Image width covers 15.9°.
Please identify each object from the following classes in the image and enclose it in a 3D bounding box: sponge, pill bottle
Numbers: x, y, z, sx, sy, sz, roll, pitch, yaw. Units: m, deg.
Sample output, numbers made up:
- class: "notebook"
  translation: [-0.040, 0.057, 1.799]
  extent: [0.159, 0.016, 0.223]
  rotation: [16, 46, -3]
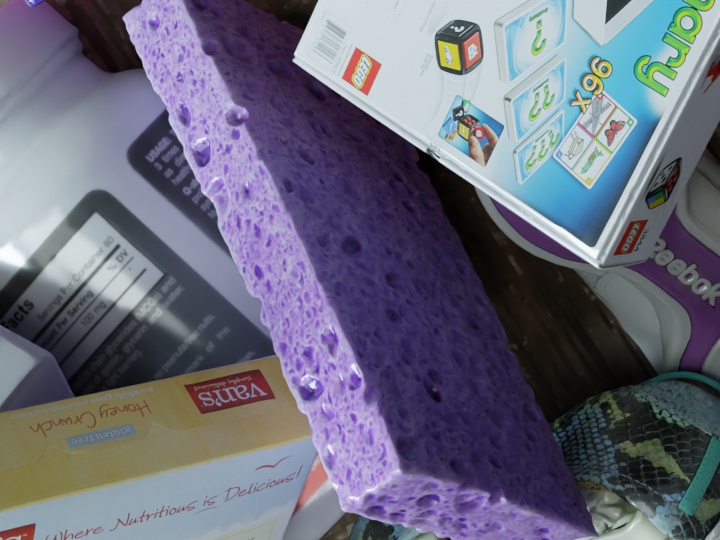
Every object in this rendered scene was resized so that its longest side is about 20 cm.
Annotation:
- class: "sponge"
  translation: [0.000, 0.000, 0.828]
  extent: [0.030, 0.111, 0.200]
  rotation: [-38, 58, 22]
- class: "pill bottle"
  translation: [-0.072, 0.003, 0.900]
  extent: [0.200, 0.116, 0.116]
  rotation: [43, 115, -3]

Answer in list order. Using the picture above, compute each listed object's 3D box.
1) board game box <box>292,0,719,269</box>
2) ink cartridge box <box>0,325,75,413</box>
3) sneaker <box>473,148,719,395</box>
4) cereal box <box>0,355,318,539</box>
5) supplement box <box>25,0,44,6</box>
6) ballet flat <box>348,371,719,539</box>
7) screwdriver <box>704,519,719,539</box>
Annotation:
- class: "board game box"
  translation: [0.072, -0.118, 0.750]
  extent: [0.126, 0.035, 0.200]
  rotation: [36, 112, 26]
- class: "ink cartridge box"
  translation: [-0.189, 0.049, 0.903]
  extent: [0.200, 0.085, 0.145]
  rotation: [29, 158, 25]
- class: "sneaker"
  translation: [0.108, -0.016, 0.871]
  extent: [0.075, 0.100, 0.200]
  rotation: [-34, 122, 17]
- class: "cereal box"
  translation: [-0.103, 0.115, 0.830]
  extent: [0.040, 0.144, 0.200]
  rotation: [57, 143, 32]
- class: "supplement box"
  translation: [-0.104, -0.205, 0.836]
  extent: [0.101, 0.103, 0.200]
  rotation: [-25, 104, 23]
- class: "ballet flat"
  translation: [0.053, 0.096, 0.891]
  extent: [0.074, 0.074, 0.200]
  rotation: [46, 138, -5]
- class: "screwdriver"
  translation: [0.174, 0.016, 0.831]
  extent: [0.029, 0.028, 0.200]
  rotation: [31, 81, 21]
